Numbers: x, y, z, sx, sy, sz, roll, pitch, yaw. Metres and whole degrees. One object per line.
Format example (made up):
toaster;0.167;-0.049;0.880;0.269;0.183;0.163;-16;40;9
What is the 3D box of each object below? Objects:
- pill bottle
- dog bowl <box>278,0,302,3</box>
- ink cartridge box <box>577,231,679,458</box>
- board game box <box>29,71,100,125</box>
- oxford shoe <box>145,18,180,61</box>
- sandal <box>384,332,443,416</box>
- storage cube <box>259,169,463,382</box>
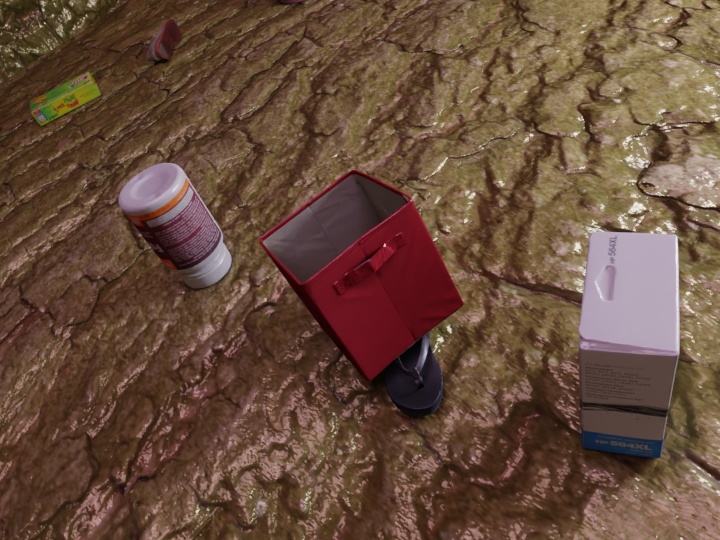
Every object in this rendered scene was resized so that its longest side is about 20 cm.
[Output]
pill bottle;-0.305;-0.070;0.956;0.113;0.201;0.115;-11;45;12
dog bowl;-0.197;-0.921;1.789;0.198;0.074;0.201;-11;47;12
ink cartridge box;0.276;0.080;0.587;0.084;0.201;0.147;4;51;24
board game box;-0.903;-0.527;1.725;0.199;0.048;0.102;-32;45;-9
oxford shoe;-0.632;-0.735;1.795;0.074;0.071;0.201;-11;45;19
sandal;0.066;0.102;0.761;0.075;0.043;0.201;-12;46;11
storage cube;0.000;0.000;0.756;0.170;0.180;0.200;-38;31;-9
